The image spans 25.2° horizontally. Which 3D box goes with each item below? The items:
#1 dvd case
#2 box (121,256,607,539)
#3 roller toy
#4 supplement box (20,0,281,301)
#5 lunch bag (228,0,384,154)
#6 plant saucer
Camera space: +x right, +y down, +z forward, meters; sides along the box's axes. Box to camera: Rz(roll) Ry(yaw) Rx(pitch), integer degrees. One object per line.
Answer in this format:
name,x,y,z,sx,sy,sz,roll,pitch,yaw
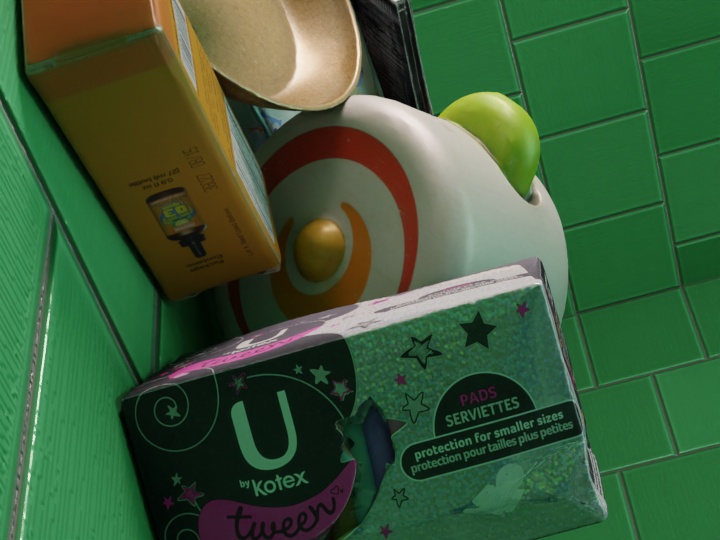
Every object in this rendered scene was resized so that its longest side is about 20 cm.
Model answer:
dvd case,-0.002,-0.156,1.111,0.149,0.016,0.201,44,-17,32
box,0.005,0.075,0.764,0.132,0.198,0.116,-41,114,-82
roller toy,0.012,0.002,0.915,0.139,0.181,0.203,15,68,-50
supplement box,-0.098,-0.067,0.786,0.201,0.066,0.069,68,8,-53
lunch bag,-0.045,-0.100,1.042,0.201,0.076,0.161,71,33,-44
plant saucer,-0.082,-0.162,0.883,0.199,0.035,0.202,34,36,-29
